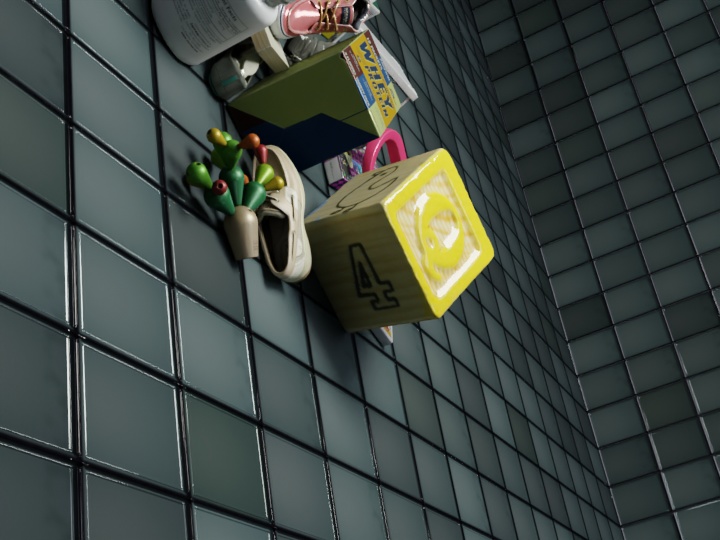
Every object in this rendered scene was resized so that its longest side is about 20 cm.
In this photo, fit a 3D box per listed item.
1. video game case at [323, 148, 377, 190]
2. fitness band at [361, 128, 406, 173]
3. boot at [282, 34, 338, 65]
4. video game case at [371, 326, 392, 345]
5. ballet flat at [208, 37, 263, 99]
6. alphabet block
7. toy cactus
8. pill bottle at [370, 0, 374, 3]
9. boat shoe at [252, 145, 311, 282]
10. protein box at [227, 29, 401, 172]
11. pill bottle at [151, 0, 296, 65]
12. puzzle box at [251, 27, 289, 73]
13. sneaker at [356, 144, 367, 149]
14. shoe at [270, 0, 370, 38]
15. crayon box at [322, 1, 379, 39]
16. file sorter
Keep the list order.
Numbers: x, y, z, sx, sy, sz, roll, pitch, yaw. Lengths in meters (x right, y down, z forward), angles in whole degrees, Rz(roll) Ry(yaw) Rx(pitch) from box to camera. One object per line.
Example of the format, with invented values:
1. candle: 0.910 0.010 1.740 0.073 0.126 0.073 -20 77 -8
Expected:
1. video game case: -0.022 -0.215 1.855 0.199 0.035 0.184 28 44 -62
2. fitness band: 0.041 -0.163 1.828 0.144 0.037 0.202 -58 149 -35
3. boot: -0.092 -0.298 1.684 0.128 0.203 0.068 12 13 -19
4. video game case: 0.000 0.000 1.709 0.201 0.023 0.184 54 23 -38
5. ballet flat: -0.173 -0.312 1.503 0.068 0.063 0.201 59 21 -24
6. alphabet block: 0.053 -0.043 1.539 0.195 0.198 0.198 -45 113 -41
7. toy cactus: -0.154 -0.100 1.307 0.200 0.100 0.168 -18 98 -77
8. pill bottle: -0.035 -0.572 1.790 0.116 0.115 0.202 38 22 -55
9. boat shoe: -0.118 -0.084 1.406 0.065 0.071 0.204 18 58 -67
10. protein box: -0.063 -0.252 1.532 0.137 0.196 0.200 64 19 -15
11. pill bottle: -0.173 -0.371 1.358 0.115 0.197 0.115 53 23 -35
12. puzzle box: -0.163 -0.402 1.485 0.133 0.025 0.203 16 52 -82
13. sneaker: -0.035 -0.311 1.766 0.071 0.072 0.202 -112 177 -63
14. shoe: -0.058 -0.395 1.531 0.200 0.090 0.073 -42 139 -58
15. crayon box: -0.057 -0.532 1.958 0.199 0.125 0.052 19 51 -66
16. file sorter: -0.012 -0.378 1.858 0.200 0.124 0.140 44 14 -34
